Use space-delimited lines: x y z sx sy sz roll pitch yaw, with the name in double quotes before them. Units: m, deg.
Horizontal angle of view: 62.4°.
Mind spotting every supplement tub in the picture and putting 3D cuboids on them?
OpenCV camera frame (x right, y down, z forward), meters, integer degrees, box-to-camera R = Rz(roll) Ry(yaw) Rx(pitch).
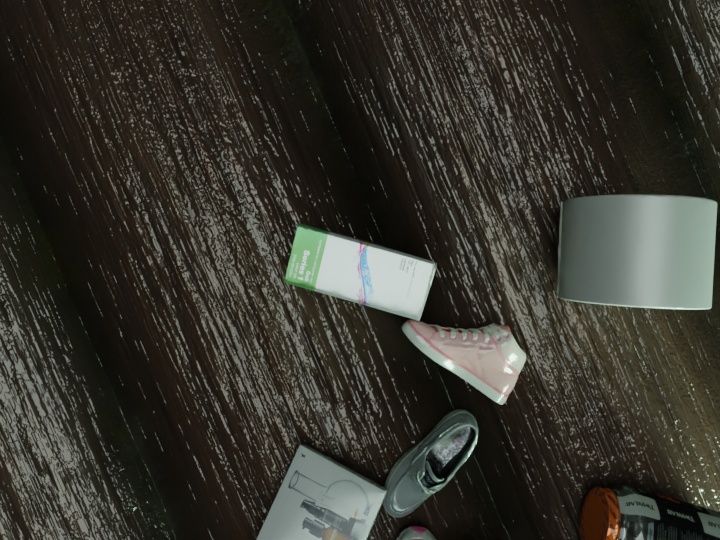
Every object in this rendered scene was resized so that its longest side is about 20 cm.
"supplement tub" 0.437 0.395 0.874 0.195 0.123 0.126 16 92 0

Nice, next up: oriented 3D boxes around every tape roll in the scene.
"tape roll" 0.380 -0.024 0.827 0.197 0.203 0.143 2 91 1

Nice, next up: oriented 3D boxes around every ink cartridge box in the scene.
"ink cartridge box" 0.000 0.000 0.860 0.195 0.145 0.086 16 92 0

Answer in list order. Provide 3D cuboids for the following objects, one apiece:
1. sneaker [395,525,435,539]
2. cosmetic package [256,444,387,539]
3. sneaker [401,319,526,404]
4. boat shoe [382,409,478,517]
"sneaker" 0.083 0.496 0.899 0.079 0.088 0.206 4 91 1
"cosmetic package" -0.067 0.388 0.884 0.148 0.052 0.204 23 78 13
"sneaker" 0.162 0.106 0.895 0.198 0.075 0.106 34 96 -8
"boat shoe" 0.105 0.298 0.902 0.070 0.072 0.202 41 92 0
